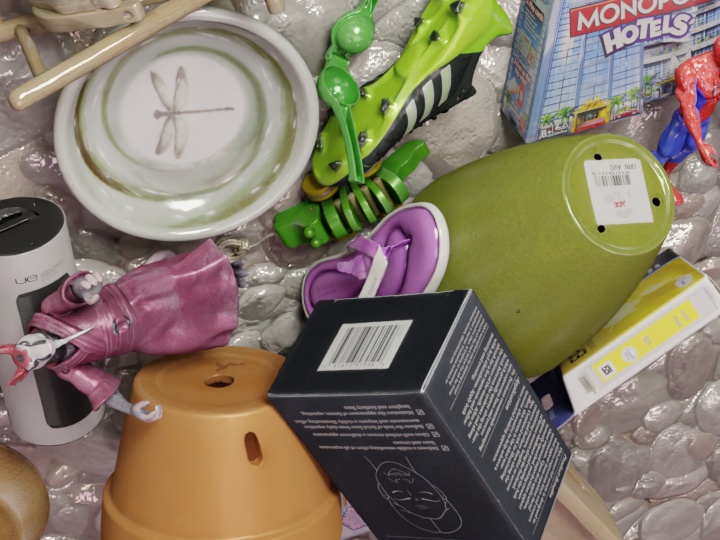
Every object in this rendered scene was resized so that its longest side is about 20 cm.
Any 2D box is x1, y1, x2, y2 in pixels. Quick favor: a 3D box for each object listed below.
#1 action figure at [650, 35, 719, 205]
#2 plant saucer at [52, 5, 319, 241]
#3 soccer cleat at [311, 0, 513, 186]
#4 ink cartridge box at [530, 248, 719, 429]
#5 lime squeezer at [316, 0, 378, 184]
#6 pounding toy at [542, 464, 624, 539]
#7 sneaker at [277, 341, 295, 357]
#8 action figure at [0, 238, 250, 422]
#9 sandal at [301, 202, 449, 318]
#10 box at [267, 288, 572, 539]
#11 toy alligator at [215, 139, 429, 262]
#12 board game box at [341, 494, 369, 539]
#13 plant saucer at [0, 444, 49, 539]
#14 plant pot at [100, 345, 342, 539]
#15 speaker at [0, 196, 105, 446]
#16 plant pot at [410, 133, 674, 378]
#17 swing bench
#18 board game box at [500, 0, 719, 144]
[{"bbox_3d":[0.284,-0.102,1.113,0.065,0.099,0.200,-23,148,-23],"label":"action figure"},{"bbox_3d":[-0.133,-0.116,1.035,0.200,0.050,0.200,-10,129,-12],"label":"plant saucer"},{"bbox_3d":[0.041,-0.136,1.077,0.081,0.068,0.200,23,115,-46],"label":"soccer cleat"},{"bbox_3d":[0.216,0.061,1.213,0.200,0.198,0.047,-34,95,7],"label":"ink cartridge box"},{"bbox_3d":[-0.003,-0.164,1.032,0.038,0.071,0.200,15,84,-20],"label":"lime squeezer"},{"bbox_3d":[0.154,0.271,1.396,0.184,0.142,0.200,-39,118,10],"label":"pounding toy"},{"bbox_3d":[0.018,0.084,1.196,0.200,0.074,0.085,-14,91,-13],"label":"sneaker"},{"bbox_3d":[-0.189,0.030,1.038,0.200,0.149,0.134,-17,121,-30],"label":"action figure"},{"bbox_3d":[0.002,0.007,1.105,0.050,0.083,0.203,-6,164,-35],"label":"sandal"},{"bbox_3d":[0.051,0.122,1.073,0.148,0.107,0.200,-5,132,37],"label":"box"},{"bbox_3d":[-0.027,-0.044,1.125,0.200,0.054,0.059,-28,129,2],"label":"toy alligator"},{"bbox_3d":[-0.072,0.189,1.294,0.199,0.041,0.200,-16,129,-8],"label":"board game box"},{"bbox_3d":[-0.377,0.232,1.220,0.200,0.035,0.200,-10,128,-13],"label":"plant saucer"},{"bbox_3d":[-0.115,0.151,1.114,0.200,0.200,0.140,-6,111,-16],"label":"plant pot"},{"bbox_3d":[-0.259,0.042,1.091,0.081,0.081,0.200,-11,128,-12],"label":"speaker"},{"bbox_3d":[0.149,-0.027,1.062,0.187,0.187,0.200,1,163,-20],"label":"plant pot"},{"bbox_3d":[-0.175,-0.242,0.879,0.200,0.130,0.199,-23,130,-9],"label":"swing bench"},{"bbox_3d":[0.207,-0.219,1.074,0.200,0.062,0.200,-16,130,-8],"label":"board game box"}]
